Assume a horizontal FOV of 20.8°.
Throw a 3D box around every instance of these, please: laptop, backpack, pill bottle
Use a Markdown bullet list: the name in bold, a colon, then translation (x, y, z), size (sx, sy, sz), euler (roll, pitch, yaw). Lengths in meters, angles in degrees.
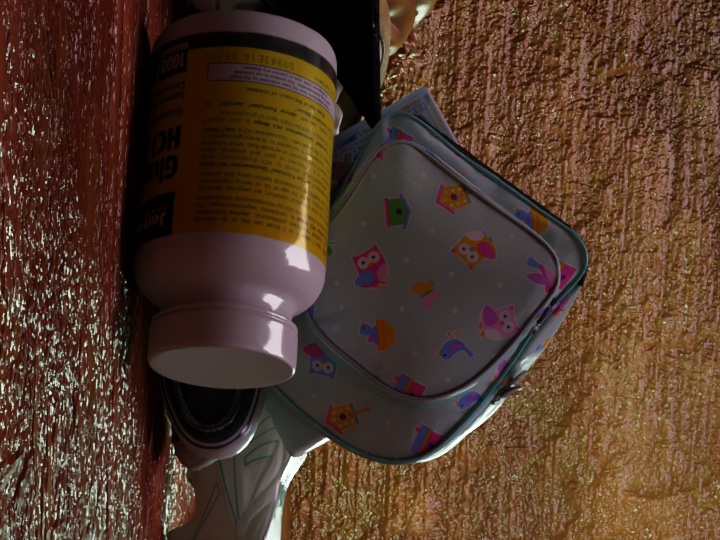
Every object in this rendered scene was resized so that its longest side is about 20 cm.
- **laptop**: translation (0.028, -0.232, 1.295), size (0.187, 0.115, 0.201), euler (-120, -157, -51)
- **backpack**: translation (0.029, 0.022, 1.227), size (0.200, 0.175, 0.153), euler (-54, 177, 6)
- **pill bottle**: translation (-0.073, -0.039, 1.134), size (0.113, 0.112, 0.201), euler (91, 2, -70)

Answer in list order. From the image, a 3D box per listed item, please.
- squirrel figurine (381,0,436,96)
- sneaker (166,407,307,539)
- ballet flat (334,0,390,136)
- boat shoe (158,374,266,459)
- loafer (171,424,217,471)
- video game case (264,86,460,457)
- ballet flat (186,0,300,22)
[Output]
- **squirrel figurine**: translation (-0.006, -0.176, 1.535), size (0.200, 0.141, 0.187), euler (88, 11, -56)
- **sneaker**: translation (-0.080, 0.130, 1.401), size (0.071, 0.080, 0.201), euler (75, 33, -64)
- **ballet flat**: translation (-0.021, -0.123, 1.398), size (0.071, 0.070, 0.201), euler (88, 23, -82)
- **boat shoe**: translation (-0.101, 0.015, 1.261), size (0.091, 0.070, 0.201), euler (81, 6, -68)
- **loafer**: translation (-0.105, 0.072, 1.363), size (0.070, 0.070, 0.200), euler (55, 14, -18)
- **video game case**: translation (0.000, 0.000, 1.325), size (0.183, 0.199, 0.023), euler (62, 3, 15)
- **ballet flat**: translation (-0.081, -0.184, 1.308), size (0.200, 0.073, 0.073), euler (68, 21, -54)
